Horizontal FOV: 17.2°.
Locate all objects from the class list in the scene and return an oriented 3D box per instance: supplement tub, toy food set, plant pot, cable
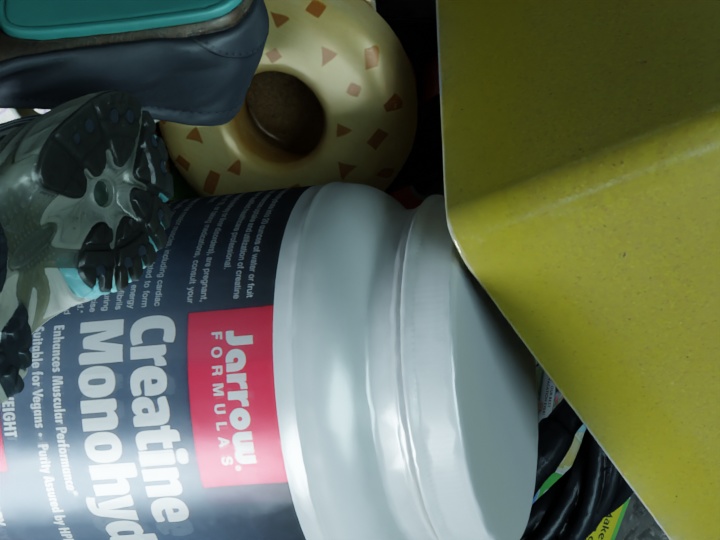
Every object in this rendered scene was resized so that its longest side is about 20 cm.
[{"bbox_3d":[-0.048,0.043,0.840,0.140,0.200,0.141,-5,90,-74],"label":"supplement tub"},{"bbox_3d":[-0.091,-0.086,0.876,0.198,0.049,0.200,-20,113,16],"label":"toy food set"},{"bbox_3d":[0.151,-0.050,0.857,0.200,0.176,0.200,52,25,-38],"label":"plant pot"},{"bbox_3d":[0.040,0.030,0.945,0.163,0.051,0.200,4,91,-13],"label":"cable"}]

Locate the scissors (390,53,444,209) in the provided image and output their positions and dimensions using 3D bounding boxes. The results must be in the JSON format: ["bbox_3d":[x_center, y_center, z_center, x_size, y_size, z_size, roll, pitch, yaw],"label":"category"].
[{"bbox_3d":[0.000,0.000,0.973,0.073,0.014,0.200,20,83,-37],"label":"scissors"}]

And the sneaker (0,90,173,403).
[{"bbox_3d":[-0.141,0.007,0.739,0.200,0.086,0.078,-36,114,-53],"label":"sneaker"}]

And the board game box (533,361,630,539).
[{"bbox_3d":[0.080,0.033,1.021,0.134,0.029,0.200,22,88,-37],"label":"board game box"}]

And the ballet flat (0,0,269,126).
[{"bbox_3d":[-0.131,-0.073,0.824,0.200,0.073,0.073,0,100,0],"label":"ballet flat"}]

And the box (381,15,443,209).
[{"bbox_3d":[-0.002,-0.013,1.005,0.200,0.047,0.194,0,99,-34],"label":"box"}]
